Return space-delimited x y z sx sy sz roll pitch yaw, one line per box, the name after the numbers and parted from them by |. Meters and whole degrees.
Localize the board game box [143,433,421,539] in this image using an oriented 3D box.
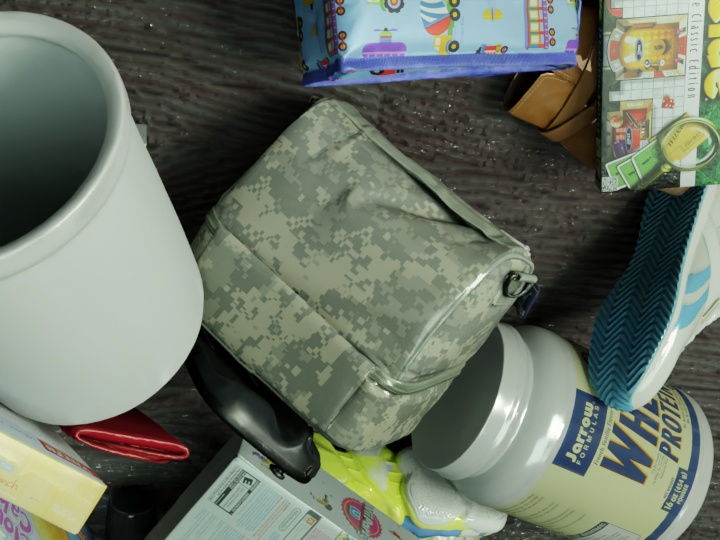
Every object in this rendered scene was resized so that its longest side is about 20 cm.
-0.054 0.232 0.961 0.200 0.064 0.148 38 108 -11 | board game box

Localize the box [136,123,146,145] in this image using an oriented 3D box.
-0.236 -0.011 0.881 0.156 0.041 0.200 3 119 -11 | box

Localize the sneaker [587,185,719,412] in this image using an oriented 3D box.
0.235 0.020 0.921 0.081 0.076 0.200 37 70 -28 | sneaker

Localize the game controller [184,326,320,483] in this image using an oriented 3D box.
-0.089 0.075 0.867 0.104 0.200 0.042 34 95 -27 | game controller

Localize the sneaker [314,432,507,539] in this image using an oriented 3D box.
0.015 0.195 1.026 0.200 0.076 0.105 16 126 -2 | sneaker

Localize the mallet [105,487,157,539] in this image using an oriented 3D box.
-0.112 0.233 1.013 0.200 0.041 0.066 17 117 -1 | mallet

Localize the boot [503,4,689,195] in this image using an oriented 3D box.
0.205 -0.160 0.872 0.155 0.077 0.200 23 119 -17 | boot

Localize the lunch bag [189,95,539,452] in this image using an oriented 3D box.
0.000 0.000 0.838 0.168 0.200 0.139 -55 158 20 | lunch bag

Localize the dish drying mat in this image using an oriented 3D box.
-0.181 0.104 0.868 0.077 0.200 0.018 15 88 -24 | dish drying mat

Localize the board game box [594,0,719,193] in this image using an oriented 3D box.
0.209 -0.149 0.825 0.105 0.023 0.200 -6 117 -1 | board game box

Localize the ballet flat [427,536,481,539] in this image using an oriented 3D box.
0.038 0.242 1.058 0.200 0.069 0.070 -25 120 4 | ballet flat

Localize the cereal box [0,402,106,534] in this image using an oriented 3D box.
-0.257 0.088 0.790 0.144 0.200 0.040 36 83 -32 | cereal box

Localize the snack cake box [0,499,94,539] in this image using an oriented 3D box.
-0.281 0.187 0.939 0.067 0.115 0.200 -26 120 4 | snack cake box

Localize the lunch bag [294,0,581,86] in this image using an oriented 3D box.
0.062 -0.200 0.788 0.200 0.094 0.151 -6 94 -17 | lunch bag

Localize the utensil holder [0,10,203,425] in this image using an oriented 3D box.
-0.190 -0.019 0.725 0.170 0.170 0.200 -17 147 -1 | utensil holder

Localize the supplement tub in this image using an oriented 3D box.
0.155 0.129 0.971 0.200 0.145 0.145 24 112 -22 | supplement tub
